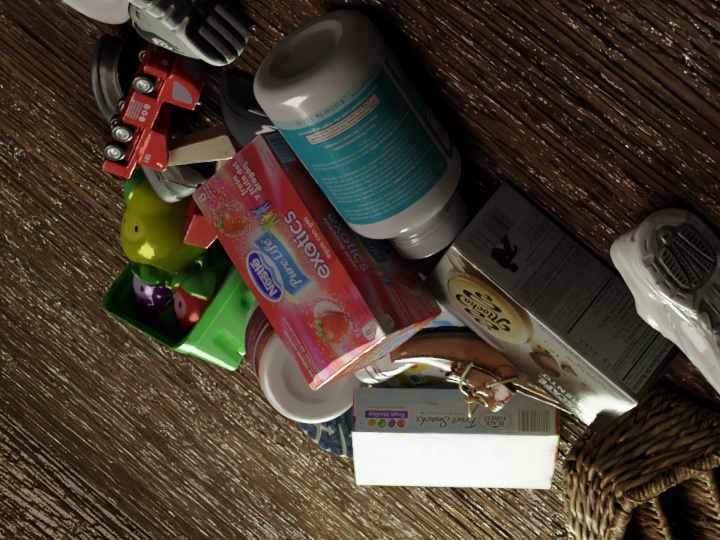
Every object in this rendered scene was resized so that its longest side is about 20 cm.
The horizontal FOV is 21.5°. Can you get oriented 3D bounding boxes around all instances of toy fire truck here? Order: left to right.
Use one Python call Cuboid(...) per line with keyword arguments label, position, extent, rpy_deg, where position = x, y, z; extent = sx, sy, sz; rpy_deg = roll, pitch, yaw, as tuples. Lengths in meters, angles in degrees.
Cuboid(label="toy fire truck", position=(-0.170, -0.121, 1.818), extent=(0.140, 0.049, 0.200), rpy_deg=(18, 132, -14))

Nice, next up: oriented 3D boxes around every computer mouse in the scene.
Cuboid(label="computer mouse", position=(-0.064, -0.128, 1.699), extent=(0.199, 0.046, 0.141), rpy_deg=(33, 159, 21))

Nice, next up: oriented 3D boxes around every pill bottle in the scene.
Cuboid(label="pill bottle", position=(-0.062, 0.079, 1.957), extent=(0.110, 0.110, 0.200), rpy_deg=(47, -179, -16))
Cuboid(label="pill bottle", position=(0.009, -0.103, 1.529), extent=(0.111, 0.111, 0.200), rpy_deg=(12, 144, 53))

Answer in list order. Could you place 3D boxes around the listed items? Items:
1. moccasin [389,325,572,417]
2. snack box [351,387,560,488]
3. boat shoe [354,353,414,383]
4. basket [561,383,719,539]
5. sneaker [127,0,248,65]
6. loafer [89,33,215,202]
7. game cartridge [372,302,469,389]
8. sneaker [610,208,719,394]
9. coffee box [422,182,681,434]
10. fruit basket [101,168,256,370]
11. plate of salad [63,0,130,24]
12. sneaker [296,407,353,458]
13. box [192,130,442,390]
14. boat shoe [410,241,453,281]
Cuboid(label="moccasin", position=(0.123, 0.094, 1.663), extent=(0.200, 0.078, 0.074), rpy_deg=(12, 176, -9))
Cuboid(label="snack box", position=(0.093, 0.166, 1.864), extent=(0.199, 0.053, 0.142), rpy_deg=(1, 151, 2))
Cuboid(label="boat shoe", position=(0.000, 0.000, 1.706), extent=(0.067, 0.074, 0.201), rpy_deg=(-20, 99, 31))
Cuboid(label="basket", position=(0.275, 0.215, 1.658), extent=(0.149, 0.143, 0.200), rpy_deg=(26, 155, 36))
Cuboid(label="sneaker", position=(-0.193, -0.250, 1.644), extent=(0.200, 0.075, 0.115), rpy_deg=(48, 161, -21))
Cuboid(label="loafer", position=(-0.198, -0.155, 1.873), extent=(0.071, 0.073, 0.200), rpy_deg=(-8, 134, 24))
Cuboid(label="game cartridge", position=(0.057, 0.069, 1.810), extent=(0.133, 0.041, 0.200), rpy_deg=(-14, 138, 22))
Cuboid(label="sneaker", position=(0.263, 0.037, 1.436), extent=(0.200, 0.078, 0.099), rpy_deg=(54, 164, -9))
Cuboid(label="coffee box", position=(0.160, 0.034, 1.582), extent=(0.200, 0.080, 0.113), rpy_deg=(40, 159, 2))
Cuboid(label="fruit basket", position=(-0.208, -0.006, 2.077), extent=(0.215, 0.156, 0.216), rpy_deg=(34, 171, 6))
Cuboid(label="plate of salad", position=(-0.292, -0.298, 1.756), extent=(0.200, 0.048, 0.200), rpy_deg=(35, 159, 15))
Cuboid(label="sneaker", position=(0.027, 0.169, 2.024), extent=(0.199, 0.078, 0.085), rpy_deg=(10, 172, -1))
Cuboid(label="box", position=(-0.036, -0.015, 1.602), extent=(0.095, 0.102, 0.201), rpy_deg=(-38, 80, 32))
Cuboid(label="boat shoe", position=(0.063, -0.008, 1.677), extent=(0.200, 0.070, 0.072), rpy_deg=(37, 159, -4))
